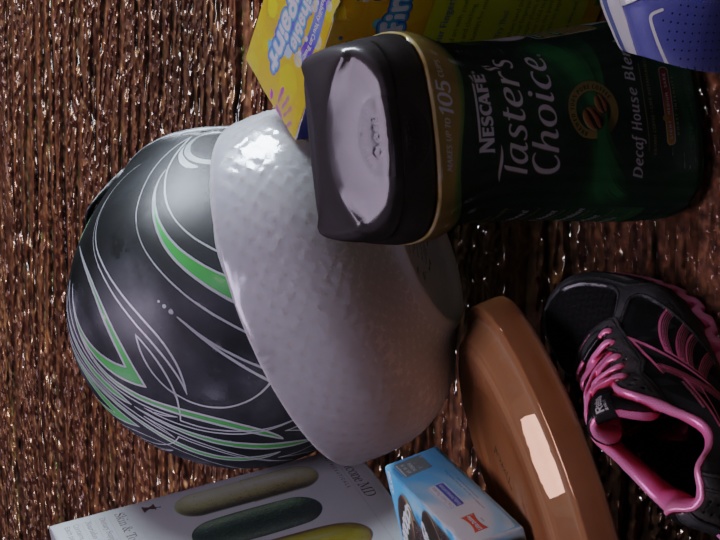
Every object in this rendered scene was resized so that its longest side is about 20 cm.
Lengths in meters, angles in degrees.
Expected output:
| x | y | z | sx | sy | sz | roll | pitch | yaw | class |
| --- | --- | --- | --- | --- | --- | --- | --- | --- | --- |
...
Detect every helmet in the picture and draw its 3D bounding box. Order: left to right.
| x | y | z | sx | sy | sz | roll | pitch | yaw | class |
| --- | --- | --- | --- | --- | --- | --- | --- | --- | --- |
| -0.083 | 0.027 | 1.478 | 0.200 | 0.199 | 0.191 | 123 | 157 | -49 | helmet |

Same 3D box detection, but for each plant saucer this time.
| x | y | z | sx | sy | sz | roll | pitch | yaw | class |
| --- | --- | --- | --- | --- | --- | --- | --- | --- | --- |
| 0.093 | 0.113 | 1.263 | 0.200 | 0.032 | 0.201 | 162 | 90 | -83 | plant saucer |

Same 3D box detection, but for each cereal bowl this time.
| x | y | z | sx | sy | sz | roll | pitch | yaw | class |
| --- | --- | --- | --- | --- | --- | --- | --- | --- | --- |
| 0.000 | 0.000 | 1.285 | 0.083 | 0.200 | 0.201 | -20 | 74 | 17 | cereal bowl |

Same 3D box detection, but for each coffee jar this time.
| x | y | z | sx | sy | sz | roll | pitch | yaw | class |
| --- | --- | --- | --- | --- | --- | --- | --- | --- | --- |
| 0.068 | -0.069 | 1.174 | 0.085 | 0.199 | 0.105 | -5 | 92 | 62 | coffee jar |

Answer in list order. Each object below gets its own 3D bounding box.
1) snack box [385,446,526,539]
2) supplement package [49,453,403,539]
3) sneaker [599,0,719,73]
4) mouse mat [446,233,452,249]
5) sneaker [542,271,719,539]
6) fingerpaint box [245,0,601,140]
| x | y | z | sx | sy | sz | roll | pitch | yaw | class |
| --- | --- | --- | --- | --- | --- | --- | --- | --- | --- |
| 0.070 | 0.210 | 1.331 | 0.116 | 0.037 | 0.201 | -141 | 34 | -62 | snack box |
| -0.065 | 0.224 | 1.438 | 0.152 | 0.199 | 0.151 | -132 | 32 | -60 | supplement package |
| 0.171 | -0.186 | 1.087 | 0.115 | 0.080 | 0.200 | 26 | 117 | 60 | sneaker |
| 0.012 | -0.048 | 1.438 | 0.161 | 0.008 | 0.200 | 95 | 155 | -58 | mouse mat |
| 0.139 | 0.062 | 1.168 | 0.200 | 0.095 | 0.079 | 49 | 120 | 44 | sneaker |
| 0.048 | -0.170 | 1.227 | 0.073 | 0.166 | 0.200 | 59 | 144 | 37 | fingerpaint box |
